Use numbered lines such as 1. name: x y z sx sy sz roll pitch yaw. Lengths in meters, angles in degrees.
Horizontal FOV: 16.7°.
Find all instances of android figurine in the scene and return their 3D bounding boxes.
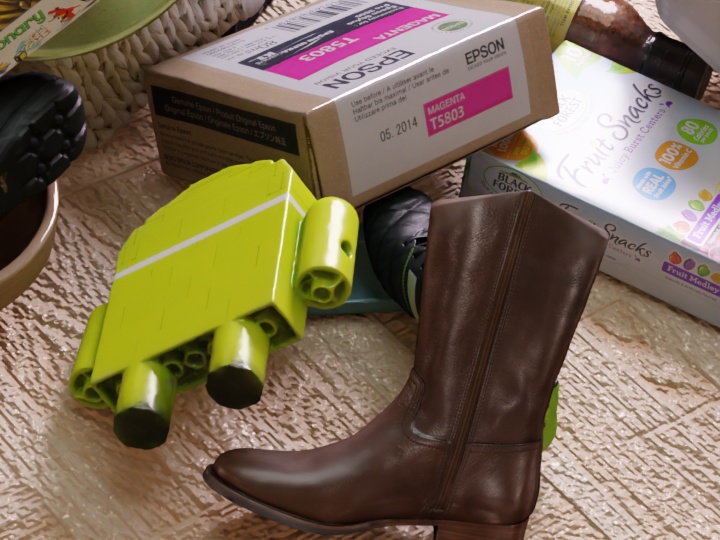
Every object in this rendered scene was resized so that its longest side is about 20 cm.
1. android figurine: -0.082 0.011 1.353 0.181 0.041 0.200 -25 32 22

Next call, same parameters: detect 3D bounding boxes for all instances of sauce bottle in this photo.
1. sauce bottle: 0.139 -0.163 1.647 0.199 0.066 0.066 25 44 14

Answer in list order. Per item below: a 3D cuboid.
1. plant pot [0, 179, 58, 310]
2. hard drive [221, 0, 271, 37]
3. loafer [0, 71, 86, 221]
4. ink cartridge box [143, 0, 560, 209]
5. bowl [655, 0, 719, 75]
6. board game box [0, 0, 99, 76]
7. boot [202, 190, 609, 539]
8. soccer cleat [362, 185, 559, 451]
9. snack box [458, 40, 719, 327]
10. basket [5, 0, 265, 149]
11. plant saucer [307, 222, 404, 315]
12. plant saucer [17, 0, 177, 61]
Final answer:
1. plant pot: -0.272 -0.014 1.374 0.200 0.093 0.201 7 42 -6
2. hard drive: -0.049 -0.264 1.659 0.038 0.140 0.200 23 44 13
3. loafer: -0.226 -0.044 1.305 0.070 0.068 0.201 14 40 29
4. ink cartridge box: -0.005 -0.110 1.506 0.200 0.075 0.164 -26 27 -34
5. bowl: 0.264 -0.162 1.603 0.200 0.075 0.200 41 18 -8
6. board game box: -0.228 -0.193 1.342 0.126 0.035 0.200 -38 61 -5
7. boot: 0.024 0.041 1.296 0.185 0.201 0.064 9 15 -11
8. soccer cleat: 0.062 0.016 1.405 0.067 0.081 0.200 -14 56 -23
9. snack box: 0.182 -0.055 1.546 0.199 0.053 0.142 26 43 17
10. basket: -0.192 -0.218 1.508 0.200 0.198 0.161 39 75 25
11. plant saucer: 0.000 0.000 1.474 0.199 0.019 0.070 -2 44 -16
12. plant saucer: -0.163 -0.197 1.367 0.199 0.031 0.201 -5 63 10
